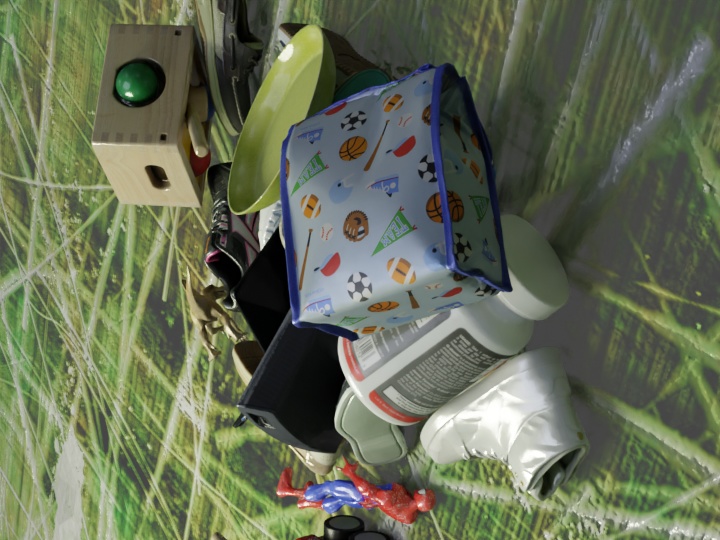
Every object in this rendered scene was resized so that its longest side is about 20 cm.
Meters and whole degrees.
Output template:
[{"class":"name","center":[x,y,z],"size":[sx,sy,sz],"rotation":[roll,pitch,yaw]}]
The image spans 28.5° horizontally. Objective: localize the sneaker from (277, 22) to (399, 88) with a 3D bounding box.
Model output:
[{"class":"sneaker","center":[-0.033,-0.178,1.475],"size":[0.200,0.070,0.109],"rotation":[42,126,40]}]

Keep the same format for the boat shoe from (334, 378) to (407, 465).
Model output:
[{"class":"boat shoe","center":[0.007,0.135,1.419],"size":[0.200,0.075,0.061],"rotation":[87,171,-61]}]

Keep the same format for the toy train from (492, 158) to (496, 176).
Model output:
[{"class":"toy train","center":[0.048,-0.051,1.327],"size":[0.087,0.113,0.201],"rotation":[-76,12,-46]}]

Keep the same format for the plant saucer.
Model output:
[{"class":"plant saucer","center":[-0.073,-0.143,1.392],"size":[0.200,0.031,0.201],"rotation":[-50,28,38]}]

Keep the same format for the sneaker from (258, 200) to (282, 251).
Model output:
[{"class":"sneaker","center":[-0.078,-0.099,1.569],"size":[0.099,0.077,0.202],"rotation":[-133,49,-59]}]

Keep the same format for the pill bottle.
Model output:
[{"class":"pill bottle","center":[0.083,0.044,1.273],"size":[0.200,0.115,0.117],"rotation":[-38,64,31]}]

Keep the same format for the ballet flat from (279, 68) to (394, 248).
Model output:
[{"class":"ballet flat","center":[-0.025,-0.104,1.376],"size":[0.201,0.067,0.062],"rotation":[-62,-7,-9]}]

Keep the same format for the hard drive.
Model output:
[{"class":"hard drive","center":[-0.045,0.115,1.431],"size":[0.042,0.200,0.136],"rotation":[25,81,25]}]

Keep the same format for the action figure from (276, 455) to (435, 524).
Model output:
[{"class":"action figure","center":[0.001,0.237,1.509],"size":[0.199,0.065,0.052],"rotation":[2,58,43]}]

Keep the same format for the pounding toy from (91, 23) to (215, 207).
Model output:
[{"class":"pounding toy","center":[-0.220,-0.173,1.623],"size":[0.200,0.141,0.186],"rotation":[81,-168,-67]}]

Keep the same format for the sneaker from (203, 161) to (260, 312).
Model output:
[{"class":"sneaker","center":[-0.147,-0.040,1.656],"size":[0.080,0.086,0.201],"rotation":[-49,56,46]}]

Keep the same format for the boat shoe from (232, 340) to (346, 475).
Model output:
[{"class":"boat shoe","center":[-0.088,0.155,1.625],"size":[0.200,0.072,0.065],"rotation":[43,128,36]}]

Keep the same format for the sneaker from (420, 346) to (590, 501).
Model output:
[{"class":"sneaker","center":[0.130,0.165,1.299],"size":[0.200,0.073,0.116],"rotation":[-45,56,48]}]

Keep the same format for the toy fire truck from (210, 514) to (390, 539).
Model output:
[{"class":"toy fire truck","center":[-0.049,0.328,1.481],"size":[0.176,0.199,0.130],"rotation":[20,113,53]}]

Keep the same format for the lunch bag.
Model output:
[{"class":"lunch bag","center":[0.026,-0.060,1.199],"size":[0.169,0.124,0.202],"rotation":[-19,68,27]}]

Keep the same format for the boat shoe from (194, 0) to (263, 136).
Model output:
[{"class":"boat shoe","center":[-0.144,-0.254,1.626],"size":[0.072,0.065,0.203],"rotation":[-70,-29,-67]}]

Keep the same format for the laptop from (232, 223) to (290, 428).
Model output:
[{"class":"laptop","center":[-0.091,0.039,1.487],"size":[0.103,0.178,0.200],"rotation":[38,142,-6]}]

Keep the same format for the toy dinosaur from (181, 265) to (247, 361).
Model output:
[{"class":"toy dinosaur","center":[-0.184,0.050,1.676],"size":[0.102,0.058,0.200],"rotation":[55,-179,6]}]
